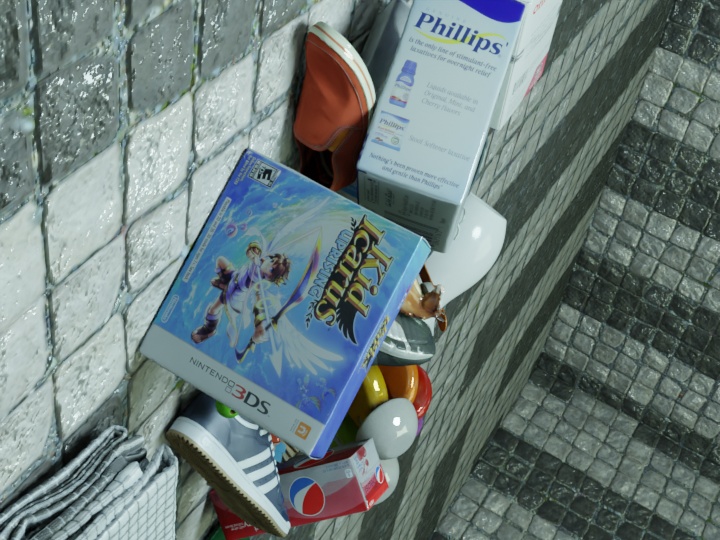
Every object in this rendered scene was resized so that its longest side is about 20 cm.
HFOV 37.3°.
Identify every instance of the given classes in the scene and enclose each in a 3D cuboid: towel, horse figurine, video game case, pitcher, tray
[{"bbox_3d":[-0.238,0.239,0.874,0.200,0.085,0.168,-45,154,-43],"label":"towel"},{"bbox_3d":[0.000,0.000,1.149,0.050,0.196,0.134,-113,-159,-51],"label":"horse figurine"},{"bbox_3d":[-0.065,0.025,0.902,0.202,0.179,0.045,-62,163,-4],"label":"video game case"},{"bbox_3d":[0.109,-0.019,1.517,0.201,0.121,0.171,-54,150,9],"label":"pitcher"},{"bbox_3d":[0.038,-0.221,1.129,0.109,0.022,0.200,-67,163,8],"label":"tray"}]

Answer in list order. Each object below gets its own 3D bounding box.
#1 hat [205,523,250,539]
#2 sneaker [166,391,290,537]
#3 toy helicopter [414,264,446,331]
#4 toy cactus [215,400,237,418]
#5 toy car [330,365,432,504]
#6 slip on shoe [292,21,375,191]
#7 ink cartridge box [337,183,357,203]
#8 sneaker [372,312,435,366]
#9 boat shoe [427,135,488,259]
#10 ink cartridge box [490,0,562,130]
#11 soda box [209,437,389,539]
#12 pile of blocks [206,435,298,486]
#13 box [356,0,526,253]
[{"bbox_3d":[-0.127,0.424,1.320,0.202,0.174,0.166,-56,163,-21],"label":"hat"},{"bbox_3d":[-0.110,0.185,1.104,0.109,0.069,0.201,-58,134,-29],"label":"sneaker"},{"bbox_3d":[0.056,-0.001,1.363,0.079,0.130,0.204,161,-57,-71],"label":"toy helicopter"},{"bbox_3d":[-0.086,0.042,1.036,0.165,0.100,0.204,-20,119,-86],"label":"toy cactus"},{"bbox_3d":[0.017,0.176,1.340,0.148,0.175,0.202,-15,138,-34],"label":"toy car"},{"bbox_3d":[-0.030,-0.138,0.969,0.061,0.074,0.201,-40,156,-25],"label":"slip on shoe"},{"bbox_3d":[0.015,-0.057,1.222,0.115,0.067,0.202,-44,154,-47],"label":"ink cartridge box"},{"bbox_3d":[-0.011,0.077,1.208,0.075,0.196,0.085,-95,-155,-42],"label":"sneaker"},{"bbox_3d":[0.098,-0.088,1.301,0.202,0.074,0.062,-60,-154,4],"label":"boat shoe"},{"bbox_3d":[0.192,-0.308,1.362,0.147,0.082,0.202,-50,160,-37],"label":"ink cartridge box"},{"bbox_3d":[-0.071,0.251,1.220,0.070,0.197,0.064,-28,98,-63],"label":"soda box"},{"bbox_3d":[-0.091,0.183,1.205,0.062,0.083,0.200,-19,-161,42],"label":"pile of blocks"},{"bbox_3d":[0.073,-0.145,1.029,0.184,0.103,0.203,90,19,-77],"label":"box"}]
